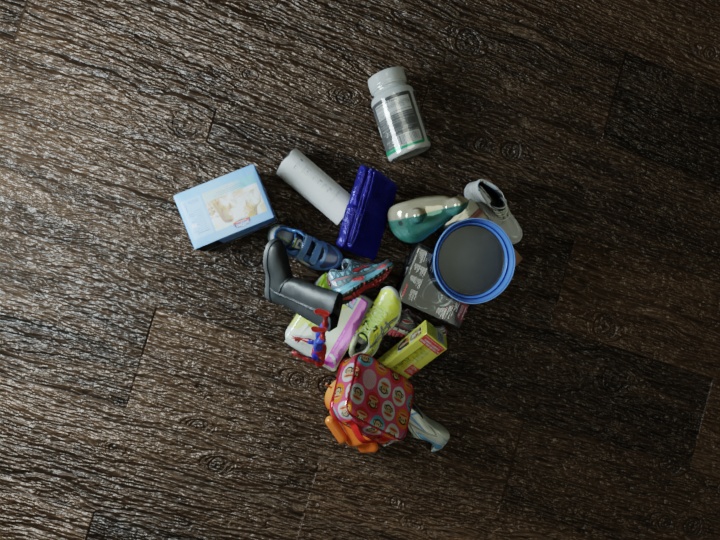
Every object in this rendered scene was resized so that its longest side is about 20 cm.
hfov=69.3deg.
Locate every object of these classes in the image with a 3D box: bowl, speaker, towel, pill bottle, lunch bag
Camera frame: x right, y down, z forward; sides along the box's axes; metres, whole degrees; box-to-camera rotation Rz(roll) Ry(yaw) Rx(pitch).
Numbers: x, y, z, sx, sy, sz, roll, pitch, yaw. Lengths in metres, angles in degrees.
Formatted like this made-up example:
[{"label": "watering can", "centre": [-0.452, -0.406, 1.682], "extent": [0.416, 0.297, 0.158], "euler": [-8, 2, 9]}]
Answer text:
[{"label": "bowl", "centre": [0.268, -0.023, 1.248], "extent": [0.196, 0.039, 0.205], "euler": [0, 94, -3]}, {"label": "speaker", "centre": [-0.105, -0.203, 1.272], "extent": [0.199, 0.081, 0.082], "euler": [39, 86, -5]}, {"label": "towel", "centre": [0.024, -0.135, 1.264], "extent": [0.147, 0.049, 0.204], "euler": [19, 88, -49]}, {"label": "pill bottle", "centre": [0.092, -0.381, 1.277], "extent": [0.111, 0.113, 0.204], "euler": [-18, 91, -6]}, {"label": "lunch bag", "centre": [0.028, 0.303, 1.177], "extent": [0.199, 0.081, 0.179], "euler": [36, 49, -27]}]

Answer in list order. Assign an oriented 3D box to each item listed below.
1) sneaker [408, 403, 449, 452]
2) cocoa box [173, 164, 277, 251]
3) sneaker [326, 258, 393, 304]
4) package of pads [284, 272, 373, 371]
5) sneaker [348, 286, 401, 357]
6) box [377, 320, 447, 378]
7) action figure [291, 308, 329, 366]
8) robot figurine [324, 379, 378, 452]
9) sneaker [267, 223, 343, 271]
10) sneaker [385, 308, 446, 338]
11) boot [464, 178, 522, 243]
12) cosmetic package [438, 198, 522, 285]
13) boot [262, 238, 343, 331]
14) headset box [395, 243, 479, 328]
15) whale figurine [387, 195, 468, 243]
[{"label": "sneaker", "centre": [0.133, 0.376, 1.304], "extent": [0.199, 0.072, 0.073], "euler": [40, 95, -1]}, {"label": "cocoa box", "centre": [-0.310, -0.143, 1.224], "extent": [0.197, 0.131, 0.136], "euler": [-23, 92, -6]}, {"label": "sneaker", "centre": [0.000, 0.000, 1.255], "extent": [0.198, 0.080, 0.096], "euler": [-24, 68, -44]}, {"label": "package of pads", "centre": [-0.080, 0.123, 1.280], "extent": [0.153, 0.068, 0.202], "euler": [31, 86, -6]}, {"label": "sneaker", "centre": [0.036, 0.132, 1.227], "extent": [0.075, 0.076, 0.203], "euler": [28, 104, 17]}, {"label": "box", "centre": [0.114, 0.209, 1.256], "extent": [0.075, 0.050, 0.200], "euler": [38, 118, -19]}, {"label": "action figure", "centre": [-0.118, 0.157, 1.166], "extent": [0.097, 0.202, 0.066], "euler": [9, 54, 3]}, {"label": "robot figurine", "centre": [-0.012, 0.340, 1.266], "extent": [0.142, 0.117, 0.202], "euler": [-30, 94, -3]}, {"label": "sneaker", "centre": [-0.135, -0.053, 1.268], "extent": [0.197, 0.082, 0.075], "euler": [21, 85, -7]}, {"label": "sneaker", "centre": [0.121, 0.133, 1.297], "extent": [0.196, 0.081, 0.076], "euler": [12, 87, -6]}, {"label": "boot", "centre": [0.344, -0.146, 1.312], "extent": [0.200, 0.096, 0.074], "euler": [43, 86, -4]}, {"label": "cosmetic package", "centre": [0.298, -0.070, 1.312], "extent": [0.103, 0.087, 0.200], "euler": [-44, 94, -2]}, {"label": "boot", "centre": [-0.130, 0.032, 1.189], "extent": [0.198, 0.065, 0.168], "euler": [24, 128, 29]}, {"label": "headset box", "centre": [0.198, 0.042, 1.306], "extent": [0.197, 0.077, 0.151], "euler": [23, 88, -6]}, {"label": "whale figurine", "centre": [0.163, -0.125, 1.257], "extent": [0.196, 0.159, 0.106], "euler": [-8, 99, 26]}]
